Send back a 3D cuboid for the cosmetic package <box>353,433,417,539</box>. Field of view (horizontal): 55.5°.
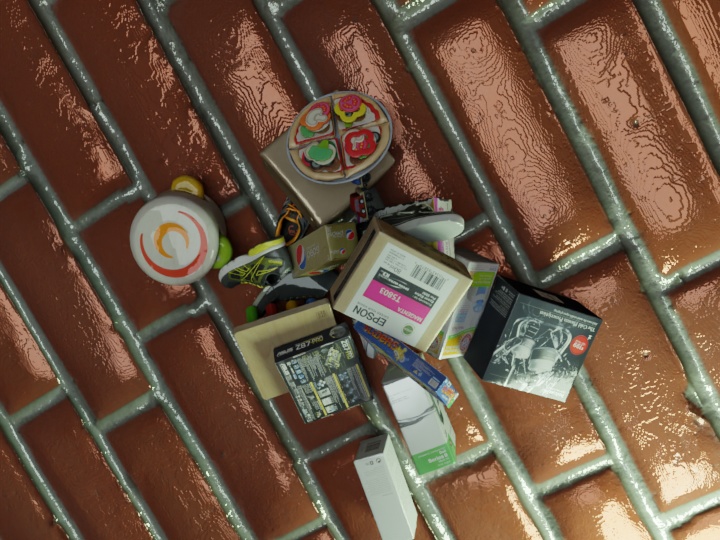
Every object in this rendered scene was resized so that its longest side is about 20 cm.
[{"bbox_3d":[0.056,0.470,1.474,0.070,0.101,0.203,-18,97,12],"label":"cosmetic package"}]

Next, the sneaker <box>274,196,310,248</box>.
[{"bbox_3d":[-0.124,-0.128,1.402,0.077,0.077,0.203,20,101,7],"label":"sneaker"}]

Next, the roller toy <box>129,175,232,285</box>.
[{"bbox_3d":[-0.374,-0.075,1.418,0.181,0.140,0.202,-28,105,7],"label":"roller toy"}]

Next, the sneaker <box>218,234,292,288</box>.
[{"bbox_3d":[-0.214,0.004,1.386,0.199,0.074,0.085,-30,86,40],"label":"sneaker"}]

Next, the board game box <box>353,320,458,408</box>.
[{"bbox_3d":[0.085,0.168,1.265,0.199,0.136,0.035,36,82,27],"label":"board game box"}]

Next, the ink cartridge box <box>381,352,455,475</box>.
[{"bbox_3d":[0.122,0.289,1.405,0.083,0.146,0.202,-21,97,11],"label":"ink cartridge box"}]

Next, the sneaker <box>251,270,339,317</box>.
[{"bbox_3d":[-0.141,0.049,1.438,0.106,0.075,0.200,43,103,-1],"label":"sneaker"}]

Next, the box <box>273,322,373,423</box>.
[{"bbox_3d":[-0.073,0.215,1.408,0.159,0.049,0.202,-19,128,1],"label":"box"}]

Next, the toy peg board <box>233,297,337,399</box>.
[{"bbox_3d":[-0.143,0.140,1.426,0.196,0.098,0.202,-18,128,-2],"label":"toy peg board"}]

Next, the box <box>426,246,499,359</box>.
[{"bbox_3d":[0.177,0.061,1.355,0.101,0.112,0.203,27,106,39],"label":"box"}]

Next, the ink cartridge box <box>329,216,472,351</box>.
[{"bbox_3d":[0.070,0.027,1.200,0.198,0.075,0.166,25,109,-17],"label":"ink cartridge box"}]

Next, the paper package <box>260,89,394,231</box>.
[{"bbox_3d":[-0.066,-0.209,1.330,0.200,0.103,0.191,-41,93,-8],"label":"paper package"}]

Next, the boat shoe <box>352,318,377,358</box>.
[{"bbox_3d":[0.016,0.094,1.403,0.065,0.074,0.202,16,129,17],"label":"boat shoe"}]

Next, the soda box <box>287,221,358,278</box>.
[{"bbox_3d":[-0.073,-0.036,1.308,0.063,0.199,0.069,-8,84,-27],"label":"soda box"}]

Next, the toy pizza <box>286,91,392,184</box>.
[{"bbox_3d":[-0.041,-0.246,1.230,0.197,0.032,0.203,-5,64,11],"label":"toy pizza"}]

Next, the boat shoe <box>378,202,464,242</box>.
[{"bbox_3d":[0.100,-0.088,1.223,0.198,0.070,0.065,-8,64,43],"label":"boat shoe"}]

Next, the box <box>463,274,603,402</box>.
[{"bbox_3d":[0.333,0.134,1.332,0.197,0.104,0.184,16,105,-18],"label":"box"}]

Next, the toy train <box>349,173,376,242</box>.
[{"bbox_3d":[0.002,-0.128,1.279,0.045,0.034,0.202,-17,121,-13],"label":"toy train"}]

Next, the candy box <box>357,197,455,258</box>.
[{"bbox_3d":[0.086,-0.057,1.327,0.198,0.061,0.139,-8,85,43],"label":"candy box"}]
